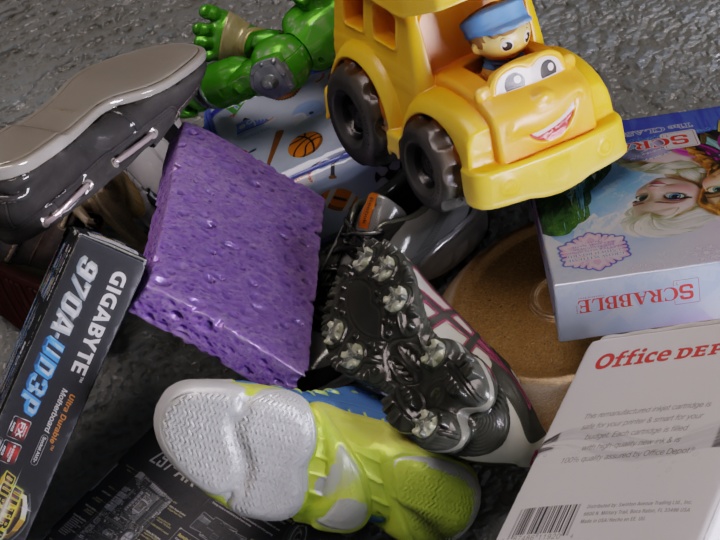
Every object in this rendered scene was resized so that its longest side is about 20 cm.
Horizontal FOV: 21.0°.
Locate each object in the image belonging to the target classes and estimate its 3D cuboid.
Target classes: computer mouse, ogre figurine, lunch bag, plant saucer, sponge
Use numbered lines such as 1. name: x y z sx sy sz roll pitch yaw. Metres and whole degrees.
1. computer mouse: -0.142 -0.055 1.382 0.044 0.110 0.200 1 30 -20
2. ogre figurine: -0.033 -0.172 1.348 0.199 0.098 0.120 -20 17 -24
3. lunch bag: -0.018 -0.100 1.381 0.199 0.076 0.160 -19 40 4
4. plant saucer: 0.129 0.026 1.214 0.200 0.035 0.201 -12 43 12
5. sponge: -0.079 -0.011 1.216 0.030 0.111 0.200 -51 18 29

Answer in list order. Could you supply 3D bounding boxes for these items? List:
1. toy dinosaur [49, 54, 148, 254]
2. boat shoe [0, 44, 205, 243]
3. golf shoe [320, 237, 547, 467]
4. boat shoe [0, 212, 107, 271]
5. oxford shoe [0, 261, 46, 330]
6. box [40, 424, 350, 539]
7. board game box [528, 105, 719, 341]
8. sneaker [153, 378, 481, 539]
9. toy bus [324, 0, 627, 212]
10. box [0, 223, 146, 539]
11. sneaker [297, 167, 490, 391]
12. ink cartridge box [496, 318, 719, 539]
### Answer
1. toy dinosaur: -0.184 -0.076 1.326 0.058 0.101 0.200 -35 55 20
2. boat shoe: -0.170 -0.084 1.236 0.067 0.057 0.200 15 37 33
3. golf shoe: 0.041 0.055 1.159 0.077 0.088 0.200 -52 36 13
4. boat shoe: -0.211 -0.045 1.368 0.073 0.075 0.200 33 27 -1
5. oxford shoe: -0.238 -0.004 1.386 0.200 0.071 0.075 21 53 37
6. box: -0.106 0.193 1.144 0.200 0.044 0.160 24 60 40
7. board game box: 0.206 -0.038 1.185 0.199 0.041 0.200 -9 30 3
8. sneaker: -0.030 0.103 1.132 0.076 0.199 0.105 -64 17 11
9. toy bus: 0.063 -0.155 1.200 0.135 0.193 0.200 -21 33 -23
10. box: -0.194 0.072 1.181 0.159 0.046 0.201 -165 98 -79
11. sneaker: 0.000 0.000 1.266 0.074 0.079 0.200 24 65 39
12. ink cartridge box: 0.162 0.128 1.031 0.146 0.084 0.200 -10 39 46
